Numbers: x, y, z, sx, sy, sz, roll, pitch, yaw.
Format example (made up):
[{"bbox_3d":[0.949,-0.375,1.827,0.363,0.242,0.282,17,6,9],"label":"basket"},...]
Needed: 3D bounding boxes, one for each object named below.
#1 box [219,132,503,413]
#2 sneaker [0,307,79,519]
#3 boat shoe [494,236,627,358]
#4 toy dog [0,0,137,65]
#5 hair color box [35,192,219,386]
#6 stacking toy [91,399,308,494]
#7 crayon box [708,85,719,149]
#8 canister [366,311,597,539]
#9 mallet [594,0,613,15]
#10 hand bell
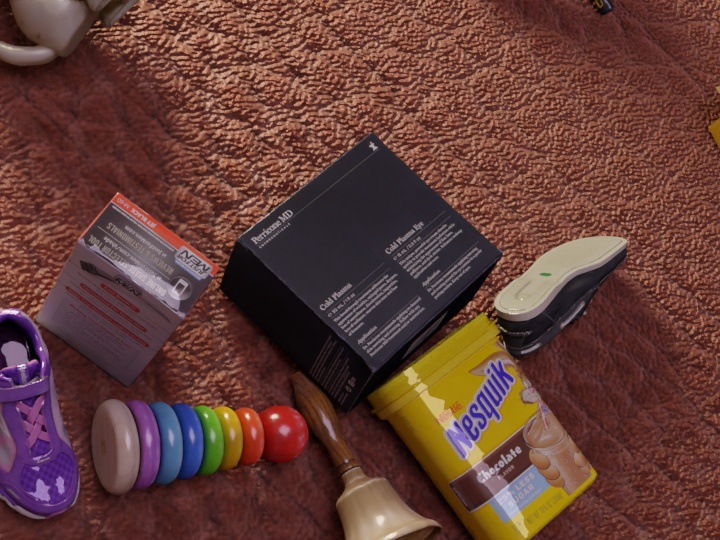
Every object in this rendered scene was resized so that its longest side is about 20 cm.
[{"bbox_3d":[0.000,0.000,1.439,0.182,0.104,0.200,45,59,10],"label":"box"},{"bbox_3d":[-0.297,0.119,1.296,0.080,0.088,0.200,-13,77,-28],"label":"sneaker"},{"bbox_3d":[0.216,0.022,1.569,0.200,0.072,0.068,-35,122,-36],"label":"boat shoe"},{"bbox_3d":[-0.319,-0.318,1.439,0.194,0.140,0.200,-44,92,7],"label":"toy dog"},{"bbox_3d":[-0.210,0.022,1.305,0.111,0.200,0.064,37,61,-6],"label":"hair color box"},{"bbox_3d":[-0.141,0.153,1.357,0.200,0.085,0.085,-3,71,-29],"label":"stacking toy"},{"bbox_3d":[0.499,-0.139,1.746,0.127,0.051,0.200,-21,80,-28],"label":"crayon box"},{"bbox_3d":[0.123,0.163,1.454,0.148,0.087,0.200,-35,87,-29],"label":"canister"},{"bbox_3d":[0.241,-0.392,1.752,0.041,0.066,0.200,-27,97,-37],"label":"mallet"},{"bbox_3d":[-0.014,0.183,1.404,0.104,0.104,0.200,-17,64,-27],"label":"hand bell"}]
